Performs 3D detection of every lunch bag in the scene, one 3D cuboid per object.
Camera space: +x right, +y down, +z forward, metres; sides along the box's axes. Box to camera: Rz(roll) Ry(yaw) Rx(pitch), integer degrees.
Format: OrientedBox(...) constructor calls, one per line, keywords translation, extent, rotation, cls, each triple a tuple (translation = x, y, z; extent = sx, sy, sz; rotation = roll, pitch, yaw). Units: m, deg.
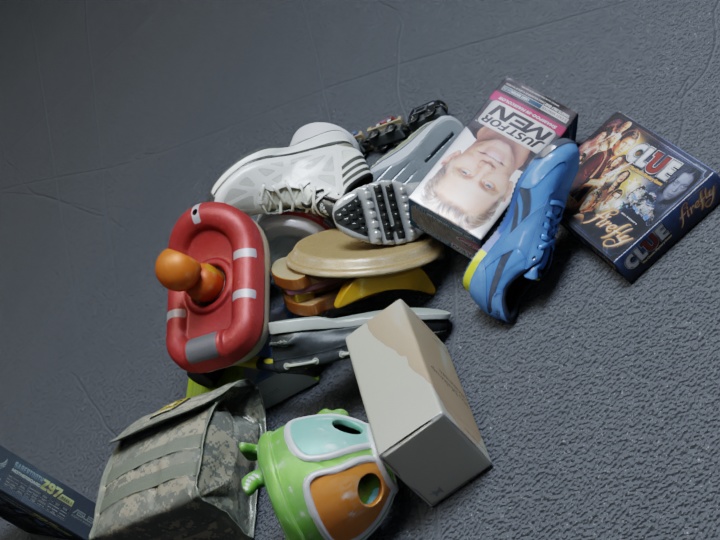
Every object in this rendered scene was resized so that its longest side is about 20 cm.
OrientedBox(translation=(-0.199, 0.217, 1.523), extent=(0.164, 0.118, 0.200), rotation=(-24, 39, 26), cls="lunch bag")

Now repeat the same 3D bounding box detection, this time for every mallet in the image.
OrientedBox(translation=(-0.125, 0.115, 1.563), extent=(0.200, 0.041, 0.066), rotation=(10, 62, 46), cls="mallet")

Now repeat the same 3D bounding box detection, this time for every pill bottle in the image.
OrientedBox(translation=(-0.065, -0.092, 1.753), extent=(0.114, 0.114, 0.200), rotation=(-21, 38, 33), cls="pill bottle")

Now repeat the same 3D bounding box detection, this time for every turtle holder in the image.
OrientedBox(translation=(-0.033, 0.210, 1.351), extent=(0.132, 0.141, 0.186), rotation=(-25, -8, 3), cls="turtle holder")

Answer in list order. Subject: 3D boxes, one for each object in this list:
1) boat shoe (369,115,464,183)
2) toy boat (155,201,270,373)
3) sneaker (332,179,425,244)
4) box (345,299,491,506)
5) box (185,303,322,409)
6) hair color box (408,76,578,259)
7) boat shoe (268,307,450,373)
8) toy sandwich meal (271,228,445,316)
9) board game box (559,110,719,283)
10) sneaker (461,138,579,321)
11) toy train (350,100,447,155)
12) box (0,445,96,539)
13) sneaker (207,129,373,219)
OrientedBox(translation=(0.051, -0.118, 1.709), extent=(0.200, 0.072, 0.062), rotation=(-40, 13, -10), cls="boat shoe")
OrientedBox(translation=(-0.183, 0.010, 1.553), extent=(0.130, 0.131, 0.200), rotation=(-18, 59, 27), cls="toy boat")
OrientedBox(translation=(0.051, -0.071, 1.568), extent=(0.200, 0.075, 0.081), rotation=(-10, 3, -30), cls="sneaker")
OrientedBox(translation=(0.055, 0.129, 1.362), extent=(0.078, 0.095, 0.200), rotation=(-36, 33, 11), cls="box")
OrientedBox(translation=(-0.121, 0.111, 1.634), extent=(0.200, 0.048, 0.122), rotation=(-29, 35, 22), cls="box")
OrientedBox(translation=(0.150, -0.114, 1.520), extent=(0.100, 0.061, 0.200), rotation=(31, 68, 19), cls="hair color box")
OrientedBox(translation=(0.001, 0.076, 1.479), extent=(0.200, 0.060, 0.076), rotation=(-5, 1, 3), cls="boat shoe")
OrientedBox(translation=(0.000, 0.000, 1.572), extent=(0.205, 0.070, 0.205), rotation=(-5, 15, 1), cls="toy sandwich meal")
OrientedBox(translation=(0.275, -0.082, 1.416), extent=(0.135, 0.035, 0.200), rotation=(-42, 30, 2), cls="board game box")
OrientedBox(translation=(0.184, -0.039, 1.410), extent=(0.078, 0.066, 0.200), rotation=(42, 110, 40), cls="sneaker")
OrientedBox(translation=(0.035, -0.188, 1.831), extent=(0.200, 0.034, 0.046), rotation=(-18, 36, 36), cls="toy train")
OrientedBox(translation=(-0.434, 0.265, 1.666), extent=(0.158, 0.200, 0.051), rotation=(-4, 54, 48), cls="box")
OrientedBox(translation=(-0.077, -0.095, 1.625), extent=(0.200, 0.076, 0.115), rotation=(-24, 45, -15), cls="sneaker")
